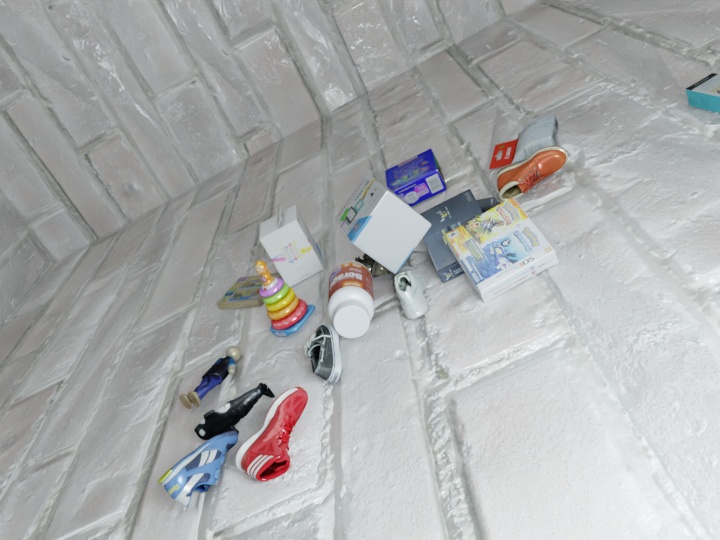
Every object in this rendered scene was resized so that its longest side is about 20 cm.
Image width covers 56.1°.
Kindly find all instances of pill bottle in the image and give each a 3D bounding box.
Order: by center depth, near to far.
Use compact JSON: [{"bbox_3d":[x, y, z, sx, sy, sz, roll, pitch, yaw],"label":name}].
[{"bbox_3d":[-0.022,0.070,1.606,0.110,0.113,0.201,-25,26,11],"label":"pill bottle"}]

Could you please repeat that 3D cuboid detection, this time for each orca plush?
[{"bbox_3d":[-0.275,0.331,1.497,0.197,0.072,0.106,-28,-20,-4],"label":"orca plush"}]

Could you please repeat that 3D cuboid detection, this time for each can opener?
[{"bbox_3d":[0.271,-0.140,1.761,0.197,0.053,0.068,-6,66,41],"label":"can opener"}]

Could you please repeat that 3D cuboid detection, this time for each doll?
[{"bbox_3d":[-0.364,0.263,1.702,0.135,0.049,0.200,-22,19,40],"label":"doll"}]

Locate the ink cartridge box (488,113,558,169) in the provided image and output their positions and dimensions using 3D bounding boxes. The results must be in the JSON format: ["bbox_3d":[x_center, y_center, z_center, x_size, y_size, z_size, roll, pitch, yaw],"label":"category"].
[{"bbox_3d":[0.467,-0.373,1.951,0.196,0.048,0.161,-13,31,28],"label":"ink cartridge box"}]

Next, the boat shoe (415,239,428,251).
[{"bbox_3d":[0.140,-0.087,1.779,0.198,0.073,0.069,-18,26,45],"label":"boat shoe"}]

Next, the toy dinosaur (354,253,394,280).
[{"bbox_3d":[0.000,0.000,1.752,0.196,0.078,0.103,-19,16,15],"label":"toy dinosaur"}]

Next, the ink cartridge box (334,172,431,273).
[{"bbox_3d":[0.050,-0.119,1.643,0.148,0.145,0.200,-53,23,8],"label":"ink cartridge box"}]

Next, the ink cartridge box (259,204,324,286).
[{"bbox_3d":[-0.208,-0.082,1.979,0.123,0.202,0.129,-27,25,5],"label":"ink cartridge box"}]

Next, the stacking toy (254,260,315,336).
[{"bbox_3d":[-0.215,0.059,1.730,0.115,0.202,0.110,-1,37,44],"label":"stacking toy"}]

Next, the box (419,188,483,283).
[{"bbox_3d":[0.230,-0.085,1.613,0.155,0.051,0.202,-26,46,10],"label":"box"}]

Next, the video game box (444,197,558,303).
[{"bbox_3d":[0.303,-0.048,1.476,0.179,0.047,0.202,-27,45,2],"label":"video game box"}]

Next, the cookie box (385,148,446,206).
[{"bbox_3d":[0.167,-0.278,2.074,0.168,0.076,0.201,-25,26,13],"label":"cookie box"}]

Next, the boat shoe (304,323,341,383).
[{"bbox_3d":[-0.091,0.177,1.517,0.074,0.067,0.201,-60,21,24],"label":"boat shoe"}]

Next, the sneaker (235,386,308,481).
[{"bbox_3d":[-0.148,0.332,1.336,0.114,0.079,0.201,17,65,47],"label":"sneaker"}]

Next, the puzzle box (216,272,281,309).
[{"bbox_3d":[-0.337,0.062,2.064,0.197,0.026,0.134,-8,33,40],"label":"puzzle box"}]

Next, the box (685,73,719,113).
[{"bbox_3d":[0.864,-0.411,1.586,0.081,0.050,0.201,-30,25,1],"label":"box"}]

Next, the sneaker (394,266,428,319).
[{"bbox_3d":[0.113,0.030,1.572,0.069,0.081,0.201,-27,24,10],"label":"sneaker"}]

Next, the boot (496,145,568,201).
[{"bbox_3d":[0.439,-0.242,1.726,0.198,0.075,0.108,-26,27,30],"label":"boot"}]

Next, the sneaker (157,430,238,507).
[{"bbox_3d":[-0.319,0.403,1.385,0.199,0.083,0.074,-32,-9,-48],"label":"sneaker"}]
